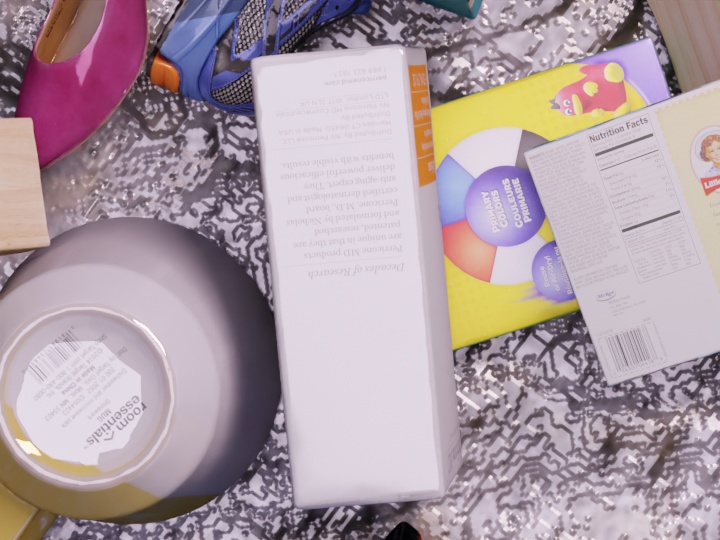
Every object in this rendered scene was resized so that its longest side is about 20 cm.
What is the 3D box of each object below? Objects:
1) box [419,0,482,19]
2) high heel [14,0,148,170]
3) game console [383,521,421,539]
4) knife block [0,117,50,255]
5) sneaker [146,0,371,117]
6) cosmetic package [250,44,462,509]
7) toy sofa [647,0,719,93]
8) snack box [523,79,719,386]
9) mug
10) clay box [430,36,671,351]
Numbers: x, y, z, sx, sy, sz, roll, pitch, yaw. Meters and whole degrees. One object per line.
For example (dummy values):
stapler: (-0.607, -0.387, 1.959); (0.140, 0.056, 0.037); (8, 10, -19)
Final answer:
box: (0.041, -0.164, 1.224); (0.049, 0.200, 0.082); (20, 93, 3)
high heel: (-0.135, -0.147, 1.278); (0.096, 0.067, 0.200); (26, 99, -40)
game console: (-0.069, 0.161, 1.239); (0.119, 0.200, 0.172); (40, 94, 0)
knife block: (-0.244, -0.030, 1.205); (0.200, 0.176, 0.064); (-8, 88, -4)
sneaker: (-0.021, -0.158, 1.300); (0.078, 0.075, 0.200); (32, 101, -7)
cosmetic package: (0.000, 0.000, 1.235); (0.071, 0.101, 0.200); (-4, 94, 7)
toy sofa: (0.209, -0.086, 1.286); (0.083, 0.098, 0.200); (-19, 90, -21)
snack box: (0.183, -0.033, 1.218); (0.200, 0.037, 0.116); (-19, 91, 27)
mug: (-0.117, 0.070, 1.264); (0.149, 0.153, 0.187); (4, 92, 2)
clay box: (0.061, -0.026, 1.303); (0.200, 0.048, 0.115); (-19, 91, 3)
